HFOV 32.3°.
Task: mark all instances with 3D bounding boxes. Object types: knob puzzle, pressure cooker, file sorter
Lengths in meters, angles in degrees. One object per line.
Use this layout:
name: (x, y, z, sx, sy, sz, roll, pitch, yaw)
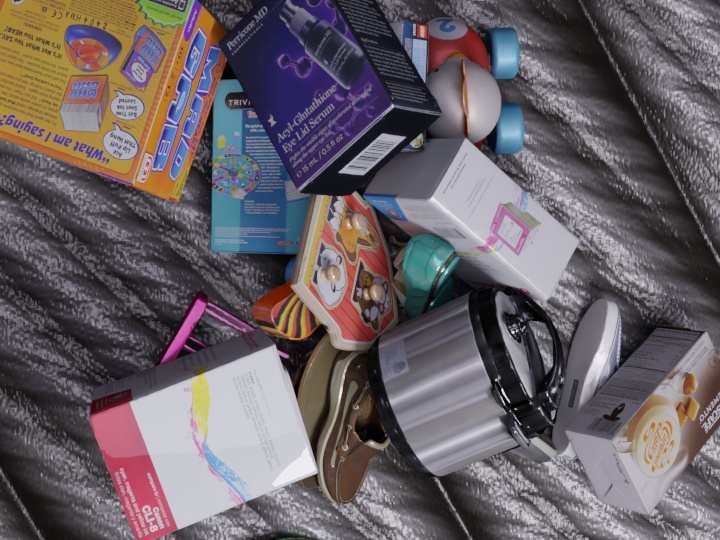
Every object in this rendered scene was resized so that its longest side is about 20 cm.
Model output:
knob puzzle: (0.000, 0.000, 1.391, 0.030, 0.219, 0.222, -11, 94, 28)
pressure cooker: (0.126, 0.116, 1.353, 0.199, 0.178, 0.177, -26, 85, 17)
file sorter: (-0.184, 0.144, 1.431, 0.125, 0.139, 0.201, 31, 88, -8)

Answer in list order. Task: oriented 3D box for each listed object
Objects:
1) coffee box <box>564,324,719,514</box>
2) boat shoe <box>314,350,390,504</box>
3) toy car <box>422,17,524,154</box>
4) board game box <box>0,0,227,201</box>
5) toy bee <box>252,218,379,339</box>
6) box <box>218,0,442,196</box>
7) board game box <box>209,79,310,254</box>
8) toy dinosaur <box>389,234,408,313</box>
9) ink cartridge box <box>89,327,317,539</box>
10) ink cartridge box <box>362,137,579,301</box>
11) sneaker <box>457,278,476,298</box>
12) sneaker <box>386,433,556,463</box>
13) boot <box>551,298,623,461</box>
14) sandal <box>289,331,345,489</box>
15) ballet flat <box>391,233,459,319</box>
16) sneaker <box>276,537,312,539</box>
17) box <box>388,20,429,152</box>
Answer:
coffee box: (0.346, 0.173, 1.471, 0.200, 0.079, 0.115, -41, 116, -28)
boat shoe: (-0.003, 0.193, 1.450, 0.074, 0.075, 0.204, -19, 124, -40)
toy car: (0.107, -0.208, 1.420, 0.182, 0.200, 0.179, -3, 92, -7)
board game box: (-0.279, -0.209, 1.358, 0.198, 0.200, 0.202, 19, 90, 5)
toy bee: (-0.033, 0.028, 1.461, 0.199, 0.131, 0.109, -33, 120, -15)
box: (-0.034, -0.202, 1.307, 0.148, 0.104, 0.201, -40, 70, 28)
board game box: (-0.099, -0.120, 1.439, 0.150, 0.047, 0.203, 3, 92, 29)
toy dinosaur: (0.097, -0.044, 1.507, 0.200, 0.058, 0.101, -46, 112, 0)
ink cartridge box: (-0.163, 0.166, 1.294, 0.198, 0.145, 0.146, -21, 98, -8)
ink cartridge box: (0.124, -0.057, 1.391, 0.200, 0.144, 0.085, 39, 75, -27)
sneaker: (0.168, 0.075, 1.506, 0.075, 0.088, 0.202, -11, 70, 28)
sneaker: (0.133, 0.203, 1.510, 0.199, 0.075, 0.107, 28, 102, -7)
boot: (0.303, 0.140, 1.527, 0.089, 0.073, 0.202, 14, 95, -18)
sandal: (-0.065, 0.152, 1.477, 0.077, 0.069, 0.214, -11, 119, -41)
ballet flat: (0.071, 0.010, 1.425, 0.070, 0.200, 0.067, 37, 70, 14)
sneaker: (-0.045, 0.365, 1.480, 0.197, 0.084, 0.078, 4, 91, -7)
box: (0.004, -0.201, 1.412, 0.037, 0.199, 0.138, 0, 93, -33)
